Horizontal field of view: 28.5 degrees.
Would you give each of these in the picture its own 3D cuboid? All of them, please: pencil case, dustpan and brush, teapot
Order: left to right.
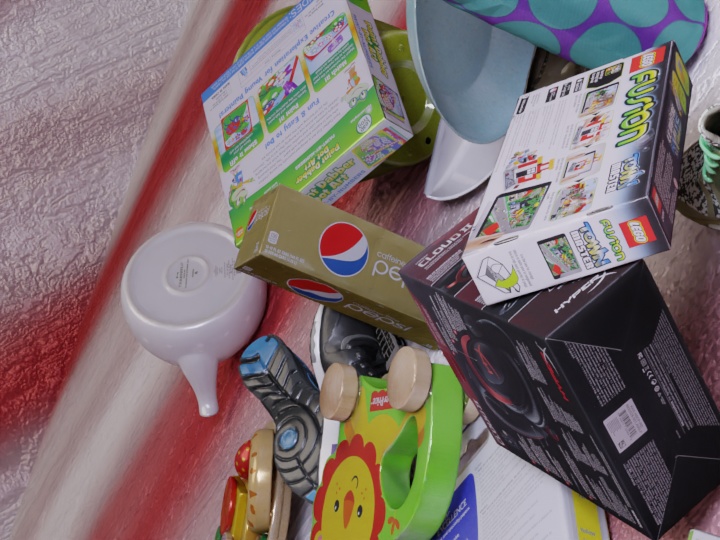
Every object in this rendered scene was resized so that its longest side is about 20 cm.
[{"bbox_3d":[-0.202,0.045,1.790,0.200,0.196,0.147,-46,-31,-23],"label":"teapot"},{"bbox_3d":[0.126,-0.141,1.238,0.200,0.057,0.141,145,140,-70],"label":"dustpan and brush"},{"bbox_3d":[0.142,-0.197,1.004,0.086,0.198,0.093,-61,18,21],"label":"pencil case"}]

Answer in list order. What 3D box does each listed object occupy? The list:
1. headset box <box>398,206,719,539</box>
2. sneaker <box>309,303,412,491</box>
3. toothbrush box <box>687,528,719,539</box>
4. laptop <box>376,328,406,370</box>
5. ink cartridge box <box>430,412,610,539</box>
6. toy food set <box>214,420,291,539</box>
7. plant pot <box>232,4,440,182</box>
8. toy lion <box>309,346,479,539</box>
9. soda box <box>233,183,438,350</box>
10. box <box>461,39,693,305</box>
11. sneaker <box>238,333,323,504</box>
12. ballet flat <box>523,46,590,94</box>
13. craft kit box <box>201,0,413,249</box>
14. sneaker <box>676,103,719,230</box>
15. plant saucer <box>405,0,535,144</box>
[{"bbox_3d":[0.114,0.052,0.847,0.075,0.149,0.200,-37,23,-13],"label":"headset box"},{"bbox_3d":[0.013,0.109,1.221,0.087,0.075,0.203,-15,74,42],"label":"sneaker"},{"bbox_3d":[0.187,0.231,0.618,0.145,0.085,0.202,3,75,71],"label":"toothbrush box"},{"bbox_3d":[-0.034,0.038,1.376,0.202,0.115,0.188,-63,19,16],"label":"laptop"},{"bbox_3d":[0.096,0.188,0.980,0.198,0.047,0.201,-56,20,37],"label":"ink cartridge box"},{"bbox_3d":[-0.108,0.249,1.414,0.200,0.048,0.201,-163,82,-78],"label":"toy food set"},{"bbox_3d":[-0.006,-0.173,1.441,0.192,0.199,0.203,12,81,59],"label":"plant pot"},{"bbox_3d":[0.016,0.166,1.083,0.200,0.068,0.194,159,120,-63],"label":"toy lion"},{"bbox_3d":[0.000,0.000,1.191,0.068,0.198,0.065,-24,48,63],"label":"soda box"},{"bbox_3d":[0.131,-0.062,0.823,0.109,0.035,0.201,-18,25,27],"label":"box"},{"bbox_3d":[-0.047,0.144,1.342,0.073,0.082,0.201,-37,46,11],"label":"sneaker"},{"bbox_3d":[0.161,-0.169,1.134,0.067,0.046,0.202,2,65,31],"label":"ballet flat"},{"bbox_3d":[-0.056,-0.146,1.327,0.199,0.048,0.199,-38,47,28],"label":"craft kit box"},{"bbox_3d":[0.225,-0.077,0.822,0.200,0.088,0.078,-18,54,67],"label":"sneaker"},{"bbox_3d":[0.083,-0.201,1.111,0.038,0.201,0.203,4,71,35],"label":"plant saucer"}]
